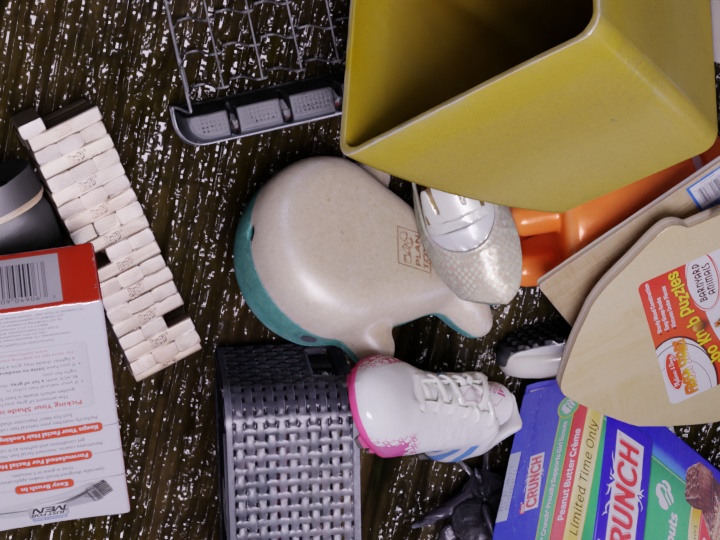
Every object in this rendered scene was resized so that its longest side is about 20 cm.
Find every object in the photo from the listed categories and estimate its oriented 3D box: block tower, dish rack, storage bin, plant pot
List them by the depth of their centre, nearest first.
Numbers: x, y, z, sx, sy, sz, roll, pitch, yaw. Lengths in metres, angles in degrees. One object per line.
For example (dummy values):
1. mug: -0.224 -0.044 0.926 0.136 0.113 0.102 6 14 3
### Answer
1. plant pot: 0.122 -0.149 1.174 0.199 0.201 0.176 -23 139 36
2. dish rack: -0.069 -0.191 1.246 0.153 0.055 0.201 -13 104 -8
3. block tower: -0.173 -0.023 1.264 0.058 0.054 0.201 -27 108 -10
4. storage bin: -0.053 0.161 1.289 0.093 0.135 0.201 -2 104 -7

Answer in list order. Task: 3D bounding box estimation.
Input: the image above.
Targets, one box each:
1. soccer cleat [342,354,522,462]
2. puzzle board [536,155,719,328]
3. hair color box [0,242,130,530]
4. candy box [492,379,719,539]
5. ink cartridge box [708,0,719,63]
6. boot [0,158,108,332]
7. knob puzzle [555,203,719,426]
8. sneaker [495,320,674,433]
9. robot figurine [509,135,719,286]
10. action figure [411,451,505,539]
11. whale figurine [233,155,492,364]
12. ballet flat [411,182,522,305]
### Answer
1. soccer cleat: 0.053 0.089 1.236 0.086 0.200 0.070 -15 76 17
2. puzzle board: 0.235 -0.008 1.248 0.200 0.017 0.151 -35 131 10
3. hair color box: -0.218 0.081 1.213 0.110 0.064 0.201 -8 131 -9
4. candy box: 0.189 0.195 1.310 0.200 0.077 0.170 37 53 -30
5. ink cartridge box: 0.283 -0.165 1.238 0.115 0.200 0.068 12 102 -13
6. boot: -0.280 0.032 1.228 0.199 0.078 0.139 -26 113 0
7. knob puzzle: 0.222 0.031 1.244 0.219 0.031 0.220 -10 131 -12
8. sneaker: 0.198 0.087 1.353 0.199 0.070 0.094 -2 98 -13
9. robot figurine: 0.194 -0.037 1.299 0.199 0.117 0.145 -9 76 -9
10. action figure: 0.111 0.224 1.361 0.118 0.102 0.201 -18 80 3
11. whale figurine: 0.000 0.000 1.289 0.199 0.104 0.160 13 63 -33
12. ballet flat: 0.055 -0.068 1.246 0.067 0.062 0.201 -24 70 17
